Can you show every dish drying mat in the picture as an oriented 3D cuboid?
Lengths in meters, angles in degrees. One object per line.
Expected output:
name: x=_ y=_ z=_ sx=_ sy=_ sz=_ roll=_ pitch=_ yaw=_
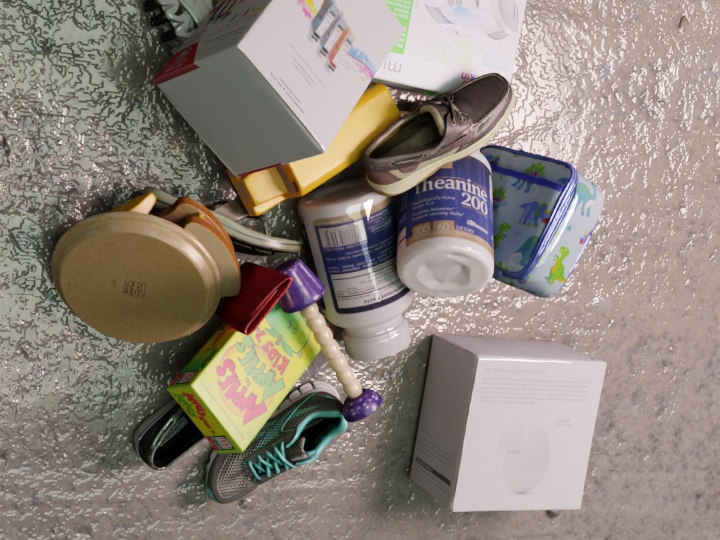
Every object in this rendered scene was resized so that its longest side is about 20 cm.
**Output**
dish drying mat: x=-0.124 y=0.027 z=1.302 sx=0.018 sy=0.200 sz=0.077 roll=41 pitch=83 yaw=-15

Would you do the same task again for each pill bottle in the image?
pill bottle: x=0.099 y=-0.079 z=1.382 sx=0.111 sy=0.111 sz=0.200 roll=22 pitch=53 yaw=-28
pill bottle: x=0.000 y=0.000 z=1.405 sx=0.111 sy=0.111 sz=0.200 roll=-20 pitch=109 yaw=-21

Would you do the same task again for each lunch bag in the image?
lunch bag: x=0.188 y=-0.067 z=1.431 sx=0.082 sy=0.200 sz=0.161 roll=30 pitch=89 yaw=-35

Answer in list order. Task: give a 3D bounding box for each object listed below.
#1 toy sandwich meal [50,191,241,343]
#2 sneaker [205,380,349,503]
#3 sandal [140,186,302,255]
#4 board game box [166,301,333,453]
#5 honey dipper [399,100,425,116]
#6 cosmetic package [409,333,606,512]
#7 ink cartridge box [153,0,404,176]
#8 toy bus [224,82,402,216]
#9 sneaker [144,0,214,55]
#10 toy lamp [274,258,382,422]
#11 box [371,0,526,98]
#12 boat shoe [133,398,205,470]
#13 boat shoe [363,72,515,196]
toy sandwich meal: x=-0.235 y=-0.005 z=1.294 sx=0.205 sy=0.070 sz=0.205 roll=2 pitch=130 yaw=2
sneaker: x=-0.097 y=0.209 z=1.415 sx=0.200 sy=0.091 sz=0.078 roll=-39 pitch=114 yaw=-13
sandal: x=-0.150 y=-0.062 z=1.342 sx=0.201 sy=0.080 sz=0.057 roll=23 pitch=77 yaw=-27
board game box: x=-0.121 y=0.102 z=1.355 sx=0.102 sy=0.048 sz=0.200 roll=56 pitch=49 yaw=-22
honey dipper: x=0.016 y=-0.184 z=1.417 sx=0.200 sy=0.038 sz=0.038 roll=-3 pitch=102 yaw=-23
cosmetic package: x=0.189 y=0.194 z=1.531 sx=0.199 sy=0.123 sz=0.201 roll=5 pitch=100 yaw=-26
ink cartridge box: x=-0.081 y=-0.225 z=1.235 sx=0.145 sy=0.145 sz=0.200 roll=49 pitch=53 yaw=-26
toy bus: x=-0.051 y=-0.136 z=1.331 sx=0.200 sy=0.078 sz=0.065 roll=-36 pitch=109 yaw=-27
sneaker: x=-0.156 y=-0.229 z=1.307 sx=0.081 sy=0.075 sz=0.200 roll=-37 pitch=115 yaw=-24
toy lamp: x=-0.040 y=0.078 z=1.367 sx=0.058 sy=0.058 sz=0.200 roll=-33 pitch=109 yaw=-16
box: x=0.082 y=-0.295 z=1.391 sx=0.200 sy=0.097 sz=0.177 roll=9 pitch=95 yaw=-28
boat shoe: x=-0.176 y=0.153 z=1.376 sx=0.199 sy=0.068 sz=0.074 roll=-38 pitch=114 yaw=-16
boat shoe: x=0.090 y=-0.159 z=1.326 sx=0.200 sy=0.073 sz=0.065 roll=-39 pitch=153 yaw=-8
